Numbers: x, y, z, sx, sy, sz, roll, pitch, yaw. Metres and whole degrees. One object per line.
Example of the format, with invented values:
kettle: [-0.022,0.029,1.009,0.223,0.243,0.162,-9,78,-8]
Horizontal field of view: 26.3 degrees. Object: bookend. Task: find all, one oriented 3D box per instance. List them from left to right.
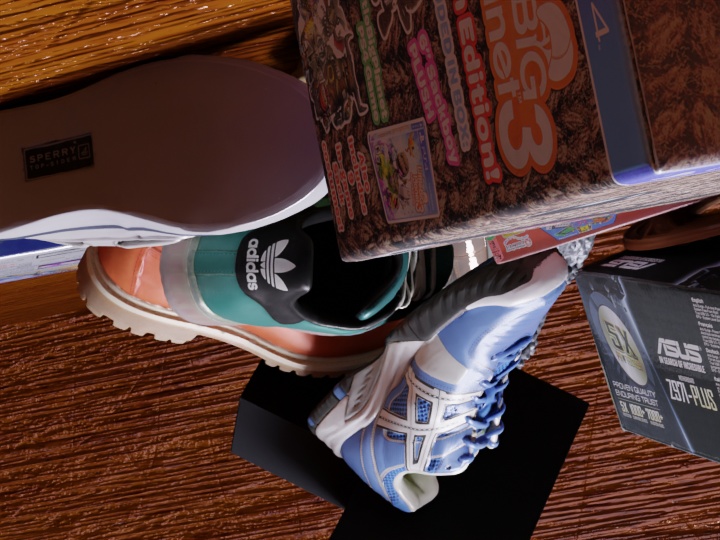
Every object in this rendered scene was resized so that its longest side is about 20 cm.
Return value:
bookend: [-0.001,0.130,0.888,0.199,0.200,0.092,25,148,6]

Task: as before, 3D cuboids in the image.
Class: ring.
ring: [0.214,-0.053,0.714,0.200,0.019,0.200,-20,-176,1]

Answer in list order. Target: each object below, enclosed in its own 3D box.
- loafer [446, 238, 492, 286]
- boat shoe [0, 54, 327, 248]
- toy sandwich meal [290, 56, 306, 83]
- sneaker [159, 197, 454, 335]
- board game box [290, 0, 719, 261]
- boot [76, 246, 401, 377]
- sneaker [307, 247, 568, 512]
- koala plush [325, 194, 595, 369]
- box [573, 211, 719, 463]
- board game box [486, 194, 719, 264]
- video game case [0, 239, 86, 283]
loafer: [0.048,-0.033,0.846,0.063,0.072,0.200,0,140,8]
boat shoe: [-0.088,-0.046,0.642,0.200,0.074,0.065,0,177,28]
toy sandwich meal: [0.060,-0.073,0.656,0.205,0.070,0.205,-11,178,0]
sneaker: [0.000,0.000,0.722,0.080,0.071,0.200,3,-175,34]
board game box: [0.091,-0.072,0.453,0.159,0.097,0.200,-11,179,-21]
boot: [-0.037,-0.006,0.816,0.200,0.075,0.107,11,133,-29]
sneaker: [0.051,0.053,0.781,0.076,0.077,0.200,-30,166,-40]
koala plush: [0.016,-0.016,0.975,0.177,0.184,0.200,16,169,43]
box: [0.214,0.017,0.661,0.164,0.086,0.200,-21,-170,-15]
board game box: [0.160,-0.048,0.662,0.200,0.019,0.103,-18,-177,40]
video game case: [-0.246,-0.017,0.970,0.200,0.045,0.181,-11,177,-14]
